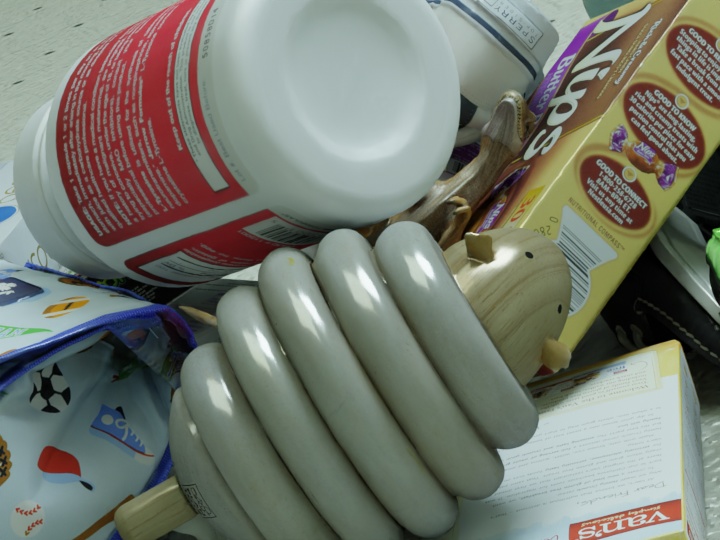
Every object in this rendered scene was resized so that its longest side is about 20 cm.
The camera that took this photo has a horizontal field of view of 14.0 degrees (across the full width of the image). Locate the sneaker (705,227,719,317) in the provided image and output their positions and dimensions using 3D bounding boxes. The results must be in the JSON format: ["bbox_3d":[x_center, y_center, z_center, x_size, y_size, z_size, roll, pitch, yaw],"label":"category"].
[{"bbox_3d":[0.171,0.033,1.184,0.076,0.084,0.200,9,15,7],"label":"sneaker"}]

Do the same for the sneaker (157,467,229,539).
[{"bbox_3d":[-0.047,0.079,1.296,0.092,0.076,0.200,-9,20,8],"label":"sneaker"}]

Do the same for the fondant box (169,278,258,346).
[{"bbox_3d":[-0.141,0.068,1.449,0.200,0.058,0.144,-28,19,-34],"label":"fondant box"}]

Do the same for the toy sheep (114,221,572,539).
[{"bbox_3d":[-0.006,0.049,1.120,0.200,0.138,0.138,-36,16,4],"label":"toy sheep"}]

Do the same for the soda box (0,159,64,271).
[{"bbox_3d":[-0.177,-0.002,1.494,0.063,0.068,0.200,-16,16,15],"label":"soda box"}]

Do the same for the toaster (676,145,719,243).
[{"bbox_3d":[0.218,-0.064,1.402,0.129,0.114,0.200,-20,14,-18],"label":"toaster"}]

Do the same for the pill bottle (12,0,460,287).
[{"bbox_3d":[-0.059,-0.056,1.204,0.112,0.113,0.200,-31,8,-37],"label":"pill bottle"}]

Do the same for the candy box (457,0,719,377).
[{"bbox_3d":[0.094,-0.037,1.290,0.200,0.056,0.117,-54,14,-23],"label":"candy box"}]

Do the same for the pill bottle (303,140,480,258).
[{"bbox_3d":[0.031,-0.021,1.454,0.112,0.113,0.200,-15,16,11],"label":"pill bottle"}]

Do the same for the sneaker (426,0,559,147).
[{"bbox_3d":[0.042,-0.094,1.374,0.071,0.073,0.200,-46,-2,-3],"label":"sneaker"}]

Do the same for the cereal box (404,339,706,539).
[{"bbox_3d":[0.066,0.096,1.171,0.143,0.040,0.200,-16,17,12],"label":"cereal box"}]

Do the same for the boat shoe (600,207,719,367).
[{"bbox_3d":[0.135,0.009,1.339,0.060,0.074,0.200,-57,31,11],"label":"boat shoe"}]

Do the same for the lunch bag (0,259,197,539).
[{"bbox_3d":[-0.173,0.081,1.228,0.200,0.124,0.170,-51,30,-15],"label":"lunch bag"}]

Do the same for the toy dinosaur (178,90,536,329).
[{"bbox_3d":[0.000,0.000,1.271,0.200,0.061,0.106,-33,5,18],"label":"toy dinosaur"}]

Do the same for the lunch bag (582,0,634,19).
[{"bbox_3d":[0.223,-0.184,1.663,0.200,0.171,0.122,-33,20,-32],"label":"lunch bag"}]

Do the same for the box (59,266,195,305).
[{"bbox_3d":[-0.065,-0.034,1.423,0.200,0.035,0.110,-34,12,17],"label":"box"}]
